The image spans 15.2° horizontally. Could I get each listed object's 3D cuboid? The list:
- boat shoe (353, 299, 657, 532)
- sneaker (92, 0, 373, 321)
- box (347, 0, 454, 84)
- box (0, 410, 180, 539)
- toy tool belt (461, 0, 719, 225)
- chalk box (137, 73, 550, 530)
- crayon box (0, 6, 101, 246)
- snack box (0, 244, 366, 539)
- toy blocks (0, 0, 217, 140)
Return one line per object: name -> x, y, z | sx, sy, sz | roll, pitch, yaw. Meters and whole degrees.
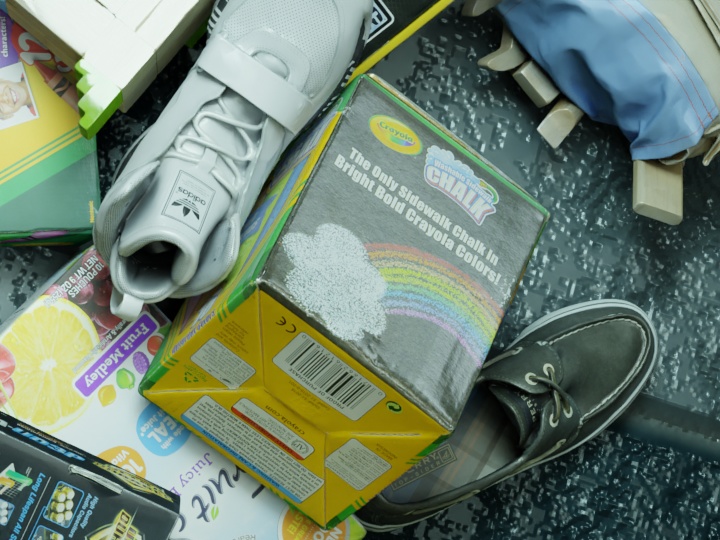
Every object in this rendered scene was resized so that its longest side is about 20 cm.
boat shoe -> 0.078, 0.076, 1.397 | 0.199, 0.057, 0.069 | -30, 92, -18
sneaker -> -0.061, -0.063, 1.275 | 0.075, 0.115, 0.200 | 32, 118, -11
box -> -0.026, -0.205, 1.366 | 0.159, 0.049, 0.200 | -37, 94, 20
box -> -0.196, 0.165, 1.270 | 0.158, 0.046, 0.201 | 25, 94, -5
toy tool belt -> 0.121, -0.127, 1.406 | 0.200, 0.125, 0.123 | 43, 65, -7
chalk box -> 0.000, 0.000, 1.331 | 0.124, 0.124, 0.201 | 37, 47, -11
crayon box -> -0.197, -0.111, 1.339 | 0.118, 0.058, 0.202 | -3, 84, -18
snack box -> -0.116, 0.107, 1.336 | 0.142, 0.053, 0.200 | -45, 97, -16
toy blocks -> -0.118, -0.180, 1.300 | 0.136, 0.100, 0.200 | 39, 81, 3
